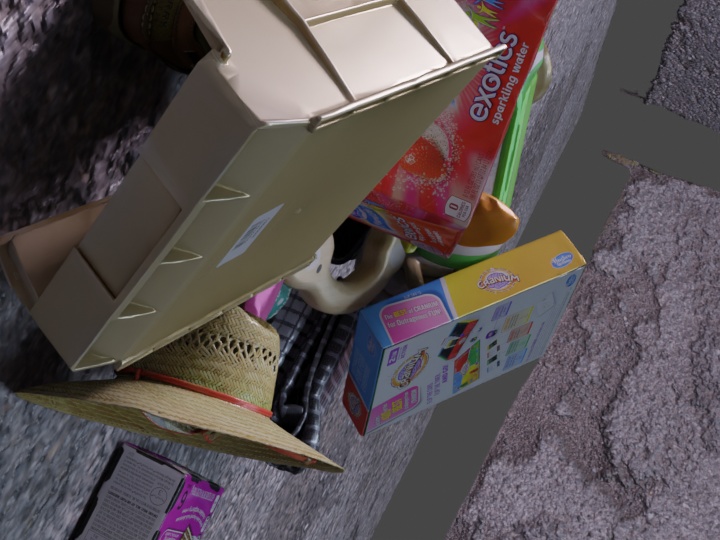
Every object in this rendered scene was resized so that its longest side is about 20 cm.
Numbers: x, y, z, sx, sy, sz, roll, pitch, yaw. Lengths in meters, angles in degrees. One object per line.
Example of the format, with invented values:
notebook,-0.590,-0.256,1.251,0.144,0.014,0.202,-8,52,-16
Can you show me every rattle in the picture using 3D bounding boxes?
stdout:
rattle,0.000,0.000,0.828,0.199,0.142,0.131,-27,142,-47

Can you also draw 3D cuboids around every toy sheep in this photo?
toy sheep,0.057,0.002,1.049,0.138,0.137,0.201,-52,165,-49

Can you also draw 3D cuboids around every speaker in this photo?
speaker,0.093,-0.106,0.904,0.088,0.088,0.202,-45,148,-59

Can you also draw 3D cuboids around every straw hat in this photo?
straw hat,-0.093,0.056,0.649,0.201,0.199,0.086,65,37,-74

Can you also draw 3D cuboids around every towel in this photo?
towel,-0.053,0.097,1.007,0.167,0.085,0.200,-64,178,-13

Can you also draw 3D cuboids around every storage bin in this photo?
storage bin,-0.058,-0.062,0.550,0.200,0.094,0.198,-45,171,39

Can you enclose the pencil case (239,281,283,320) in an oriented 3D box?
pencil case,-0.098,-0.007,0.741,0.091,0.093,0.201,31,-79,57

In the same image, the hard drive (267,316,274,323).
hard drive,-0.113,0.048,0.909,0.133,0.027,0.200,-63,167,-17

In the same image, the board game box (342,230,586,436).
board game box,0.086,0.056,0.955,0.199,0.040,0.154,-21,150,-21

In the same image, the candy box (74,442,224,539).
candy box,-0.188,0.245,0.866,0.201,0.061,0.136,-64,168,-11

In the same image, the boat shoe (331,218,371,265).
boat shoe,0.011,-0.098,1.074,0.201,0.074,0.062,-62,-179,19

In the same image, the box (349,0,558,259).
box,0.056,-0.123,0.737,0.096,0.099,0.201,99,13,-78

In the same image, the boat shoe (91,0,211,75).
boat shoe,-0.076,-0.136,0.629,0.072,0.068,0.200,-70,168,15

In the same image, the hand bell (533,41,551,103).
hand bell,0.078,-0.154,1.025,0.200,0.104,0.105,-40,155,-31
